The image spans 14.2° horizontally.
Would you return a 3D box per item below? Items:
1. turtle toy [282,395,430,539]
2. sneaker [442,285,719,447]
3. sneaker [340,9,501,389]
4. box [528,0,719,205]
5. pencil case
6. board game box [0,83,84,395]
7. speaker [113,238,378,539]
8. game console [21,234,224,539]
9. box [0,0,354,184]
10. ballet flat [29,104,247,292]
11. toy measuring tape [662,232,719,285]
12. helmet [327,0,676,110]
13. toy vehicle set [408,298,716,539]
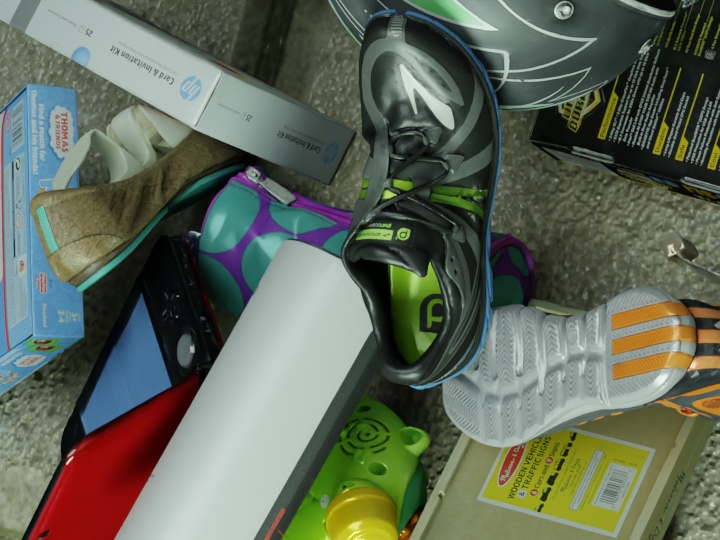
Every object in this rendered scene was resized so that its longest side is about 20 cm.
[{"bbox_3d":[-0.035,0.148,1.634,0.200,0.101,0.146,-35,41,20],"label":"turtle toy"},{"bbox_3d":[0.138,0.057,1.528,0.200,0.112,0.078,-8,76,51],"label":"sneaker"},{"bbox_3d":[0.031,-0.034,1.491,0.070,0.083,0.201,2,105,22],"label":"sneaker"},{"bbox_3d":[0.199,-0.141,1.603,0.159,0.049,0.201,17,87,33],"label":"box"},{"bbox_3d":[0.000,0.000,1.658,0.199,0.085,0.093,15,122,30],"label":"pencil case"},{"bbox_3d":[-0.217,-0.009,1.748,0.200,0.036,0.152,-30,60,60],"label":"board game box"},{"bbox_3d":[-0.056,0.087,1.556,0.081,0.081,0.201,23,77,31],"label":"speaker"},{"bbox_3d":[-0.162,0.100,1.646,0.200,0.118,0.173,-60,38,39],"label":"game console"},{"bbox_3d":[-0.120,-0.123,1.714,0.200,0.156,0.041,28,94,30],"label":"box"},{"bbox_3d":[-0.132,-0.054,1.679,0.068,0.200,0.072,-33,94,35],"label":"ballet flat"},{"bbox_3d":[0.256,0.004,1.527,0.200,0.074,0.074,28,93,30],"label":"toy measuring tape"},{"bbox_3d":[0.071,-0.182,1.553,0.199,0.200,0.192,4,95,30],"label":"helmet"},{"bbox_3d":[0.109,0.114,1.560,0.124,0.027,0.201,14,62,29],"label":"toy vehicle set"}]
